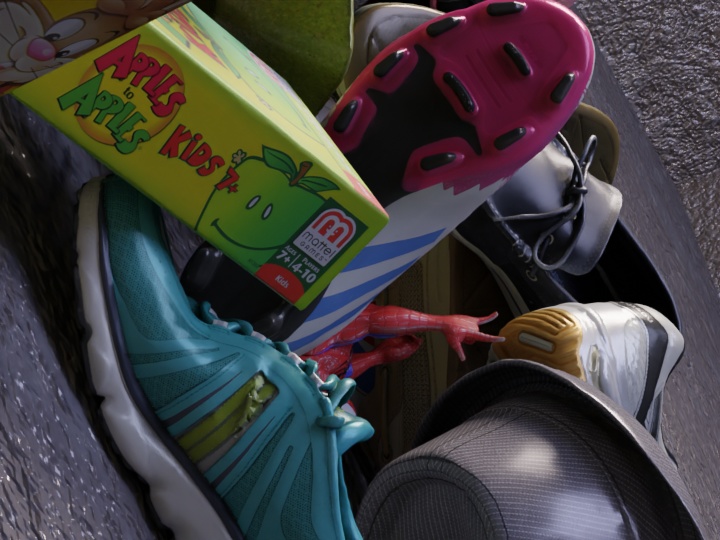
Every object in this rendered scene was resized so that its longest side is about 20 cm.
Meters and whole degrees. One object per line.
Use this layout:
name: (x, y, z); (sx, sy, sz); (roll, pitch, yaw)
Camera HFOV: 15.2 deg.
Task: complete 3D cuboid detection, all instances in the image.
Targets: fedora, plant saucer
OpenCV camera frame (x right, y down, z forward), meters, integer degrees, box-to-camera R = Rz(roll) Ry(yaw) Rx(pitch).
fedora: (0.056, 0.140, 1.074); (0.090, 0.177, 0.200); (-15, 112, -41)
plant saucer: (-0.051, -0.145, 1.122); (0.200, 0.048, 0.200); (132, -41, -68)

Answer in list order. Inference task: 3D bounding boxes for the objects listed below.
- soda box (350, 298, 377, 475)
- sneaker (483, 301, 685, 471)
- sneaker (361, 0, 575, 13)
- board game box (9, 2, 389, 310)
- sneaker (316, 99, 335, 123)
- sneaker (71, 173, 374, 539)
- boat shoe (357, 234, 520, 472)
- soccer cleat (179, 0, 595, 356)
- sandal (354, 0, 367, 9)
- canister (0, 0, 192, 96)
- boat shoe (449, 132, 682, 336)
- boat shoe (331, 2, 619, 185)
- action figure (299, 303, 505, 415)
soda box: (0.033, 0.064, 1.274); (0.200, 0.068, 0.064); (65, 8, 1)
sneaker: (0.099, 0.107, 1.156); (0.076, 0.088, 0.200); (32, -57, 42)
sneaker: (0.015, -0.126, 1.271); (0.200, 0.095, 0.079); (-25, -90, 58)
board game box: (-0.084, -0.075, 0.913); (0.200, 0.048, 0.102); (38, 11, -39)
sneaker: (-0.001, -0.071, 1.388); (0.077, 0.081, 0.200); (65, 12, -10)
sneaker: (-0.038, 0.052, 0.937); (0.200, 0.080, 0.078); (63, 11, -5)
boat shoe: (0.036, 0.069, 1.213); (0.071, 0.064, 0.200); (7, 85, -47)
soccer cleat: (0.007, -0.034, 1.070); (0.070, 0.200, 0.086); (50, -5, 11)
sandal: (-0.018, -0.149, 1.213); (0.043, 0.076, 0.200); (55, -5, -13)
canister: (-0.109, -0.105, 0.632); (0.149, 0.200, 0.087); (58, 13, -29)
boat shoe: (0.079, -0.025, 1.165); (0.200, 0.062, 0.075); (55, 49, -32)
boat shoe: (0.039, -0.070, 1.218); (0.201, 0.066, 0.072); (21, 84, -49)
action figure: (0.000, 0.000, 1.164); (0.065, 0.099, 0.200); (107, -17, -45)
